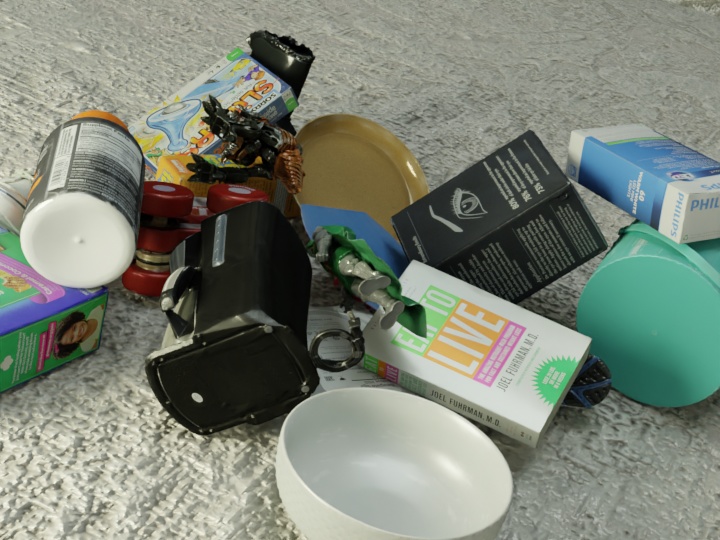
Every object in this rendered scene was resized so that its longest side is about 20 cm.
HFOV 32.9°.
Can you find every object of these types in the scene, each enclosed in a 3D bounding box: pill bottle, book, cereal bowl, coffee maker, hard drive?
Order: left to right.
[{"bbox_3d":[-0.264,-0.080,1.183,0.106,0.106,0.200,8,33,-11],"label":"pill bottle"},{"bbox_3d":[-0.093,0.039,1.141,0.192,0.135,0.200,-1,36,0],"label":"coffee maker"},{"bbox_3d":[-0.020,0.102,1.211,0.140,0.038,0.200,-1,32,-26],"label":"hard drive"},{"bbox_3d":[0.023,0.187,1.022,0.200,0.083,0.200,11,29,-6],"label":"cereal bowl"},{"bbox_3d":[0.108,0.082,1.199,0.200,0.048,0.134,23,48,17],"label":"book"}]

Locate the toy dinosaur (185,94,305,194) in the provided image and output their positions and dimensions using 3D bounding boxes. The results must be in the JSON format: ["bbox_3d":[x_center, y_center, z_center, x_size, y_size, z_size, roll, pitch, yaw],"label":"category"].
[{"bbox_3d":[-0.118,-0.144,1.408,0.136,0.102,0.200,3,6,-32],"label":"toy dinosaur"}]

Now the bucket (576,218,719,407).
[{"bbox_3d":[0.343,0.041,1.328,0.207,0.207,0.135,26,34,21],"label":"bucket"}]

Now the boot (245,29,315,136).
[{"bbox_3d":[-0.101,-0.219,1.623,0.073,0.163,0.198,1,29,-47],"label":"boot"}]

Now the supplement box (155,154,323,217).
[{"bbox_3d":[-0.149,-0.103,1.497,0.200,0.069,0.067,-8,34,-33],"label":"supplement box"}]

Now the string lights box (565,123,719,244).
[{"bbox_3d":[0.324,-0.099,1.323,0.103,0.059,0.200,-8,28,-26],"label":"string lights box"}]

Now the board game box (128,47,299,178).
[{"bbox_3d":[-0.195,-0.191,1.555,0.200,0.034,0.135,-39,48,-12],"label":"board game box"}]

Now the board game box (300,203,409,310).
[{"bbox_3d":[0.000,0.000,1.377,0.158,0.039,0.200,55,25,21],"label":"board game box"}]

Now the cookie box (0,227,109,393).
[{"bbox_3d":[-0.365,0.040,1.121,0.171,0.075,0.200,27,30,24],"label":"cookie box"}]

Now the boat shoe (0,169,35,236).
[{"bbox_3d":[-0.349,-0.073,1.238,0.074,0.067,0.200,32,-10,-6],"label":"boat shoe"}]

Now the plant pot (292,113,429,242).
[{"bbox_3d":[-0.005,-0.102,1.513,0.200,0.027,0.200,14,58,-23],"label":"plant pot"}]

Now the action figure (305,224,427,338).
[{"bbox_3d":[-0.011,-0.001,1.199,0.055,0.118,0.200,-33,24,-9],"label":"action figure"}]

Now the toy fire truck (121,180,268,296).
[{"bbox_3d":[-0.197,-0.049,1.341,0.200,0.112,0.168,2,17,-23],"label":"toy fire truck"}]

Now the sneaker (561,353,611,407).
[{"bbox_3d":[0.163,0.099,1.282,0.200,0.076,0.077,18,2,12],"label":"sneaker"}]

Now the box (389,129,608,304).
[{"bbox_3d":[0.152,-0.043,1.375,0.200,0.104,0.148,-32,31,9],"label":"box"}]
